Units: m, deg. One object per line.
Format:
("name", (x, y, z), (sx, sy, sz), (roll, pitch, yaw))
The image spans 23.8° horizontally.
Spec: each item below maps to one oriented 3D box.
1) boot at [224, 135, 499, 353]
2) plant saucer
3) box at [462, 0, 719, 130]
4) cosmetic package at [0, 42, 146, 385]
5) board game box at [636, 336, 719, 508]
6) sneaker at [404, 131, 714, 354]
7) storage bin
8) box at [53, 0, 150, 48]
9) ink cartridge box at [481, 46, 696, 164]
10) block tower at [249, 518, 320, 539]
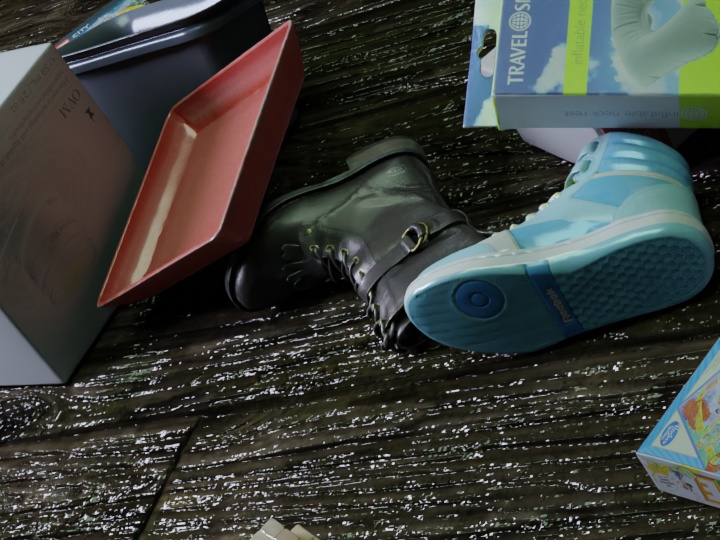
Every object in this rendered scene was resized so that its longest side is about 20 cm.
("boot", (0.000, 0.000, 1.206), (0.200, 0.069, 0.174), (-38, 39, 9))
("plant saucer", (-0.118, -0.073, 1.325), (0.199, 0.037, 0.200), (-26, 41, 51))
("box", (0.167, -0.152, 1.107), (0.199, 0.048, 0.122), (1, 63, 12))
("cosmetic package", (-0.286, -0.043, 1.405), (0.123, 0.200, 0.200), (-3, 44, 38))
("board game box", (0.258, 0.049, 0.917), (0.134, 0.034, 0.200), (12, 54, 51))
("sneaker", (0.128, -0.022, 1.100), (0.200, 0.080, 0.131), (-12, 39, 18))
("storage bin", (-0.151, -0.167, 1.499), (0.200, 0.135, 0.146), (-9, 22, 36))
("box", (-0.291, -0.210, 1.793), (0.200, 0.038, 0.137), (-38, 31, -4))
("ink cartridge box", (0.206, -0.166, 1.211), (0.200, 0.085, 0.146), (-43, 32, -9))
("block tower", (-0.091, 0.231, 0.988), (0.200, 0.054, 0.058), (-44, 31, -14))
